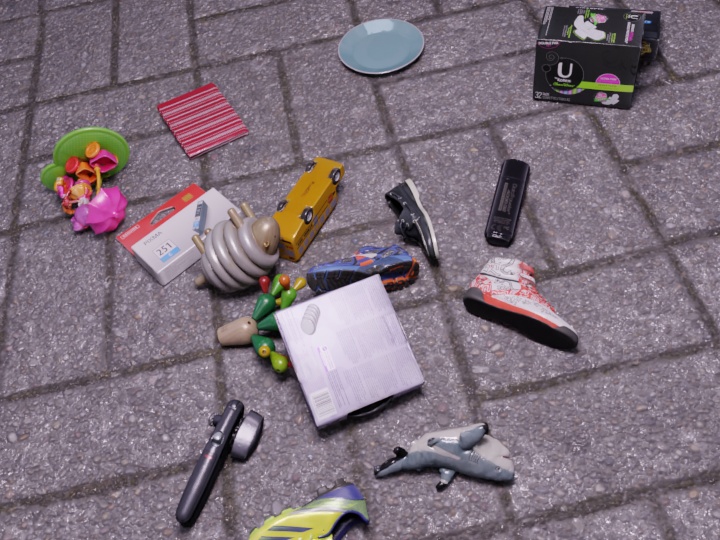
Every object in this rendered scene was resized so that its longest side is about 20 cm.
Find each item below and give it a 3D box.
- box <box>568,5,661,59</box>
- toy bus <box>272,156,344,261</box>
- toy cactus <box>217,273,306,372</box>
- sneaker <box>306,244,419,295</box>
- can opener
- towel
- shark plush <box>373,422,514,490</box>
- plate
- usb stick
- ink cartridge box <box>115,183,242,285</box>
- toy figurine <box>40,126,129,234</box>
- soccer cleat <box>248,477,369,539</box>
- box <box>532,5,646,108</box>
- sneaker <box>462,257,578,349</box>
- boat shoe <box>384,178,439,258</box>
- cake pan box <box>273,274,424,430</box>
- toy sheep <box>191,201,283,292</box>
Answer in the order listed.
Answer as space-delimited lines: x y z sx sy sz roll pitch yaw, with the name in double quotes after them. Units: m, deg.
0.535 -0.511 1.682 0.197 0.046 0.160 10 41 16 "box"
-0.098 -0.119 1.469 0.064 0.079 0.201 17 56 23 "toy bus"
-0.162 0.090 1.315 0.163 0.103 0.202 -15 59 9 "toy cactus"
0.000 0.000 1.366 0.197 0.076 0.079 -7 38 -16 "sneaker"
-0.220 0.284 1.176 0.078 0.064 0.201 17 56 20 "can opener"
-0.345 -0.328 1.714 0.143 0.023 0.201 -27 54 -15 "towel"
0.118 0.274 1.132 0.197 0.091 0.084 -9 80 -4 "shark plush"
0.047 -0.503 1.789 0.197 0.026 0.202 -5 51 6 "plate"
0.271 -0.128 1.449 0.055 0.033 0.202 13 54 10 "usb stick"
-0.351 -0.087 1.508 0.200 0.045 0.176 -40 57 -22 "ink cartridge box"
-0.535 -0.150 1.549 0.198 0.150 0.186 -29 59 14 "toy figurine"
-0.079 0.367 1.089 0.198 0.065 0.084 -28 59 -13 "soccer cleat"
0.457 -0.429 1.583 0.197 0.149 0.125 10 52 17 "box"
0.277 0.045 1.285 0.200 0.068 0.108 22 60 27 "sneaker"
0.089 -0.087 1.418 0.065 0.075 0.201 -17 50 -2 "boat shoe"
-0.018 0.128 1.231 0.182 0.052 0.202 -22 75 -10 "cake pan box"
-0.219 -0.031 1.382 0.199 0.137 0.139 -32 45 26 "toy sheep"
